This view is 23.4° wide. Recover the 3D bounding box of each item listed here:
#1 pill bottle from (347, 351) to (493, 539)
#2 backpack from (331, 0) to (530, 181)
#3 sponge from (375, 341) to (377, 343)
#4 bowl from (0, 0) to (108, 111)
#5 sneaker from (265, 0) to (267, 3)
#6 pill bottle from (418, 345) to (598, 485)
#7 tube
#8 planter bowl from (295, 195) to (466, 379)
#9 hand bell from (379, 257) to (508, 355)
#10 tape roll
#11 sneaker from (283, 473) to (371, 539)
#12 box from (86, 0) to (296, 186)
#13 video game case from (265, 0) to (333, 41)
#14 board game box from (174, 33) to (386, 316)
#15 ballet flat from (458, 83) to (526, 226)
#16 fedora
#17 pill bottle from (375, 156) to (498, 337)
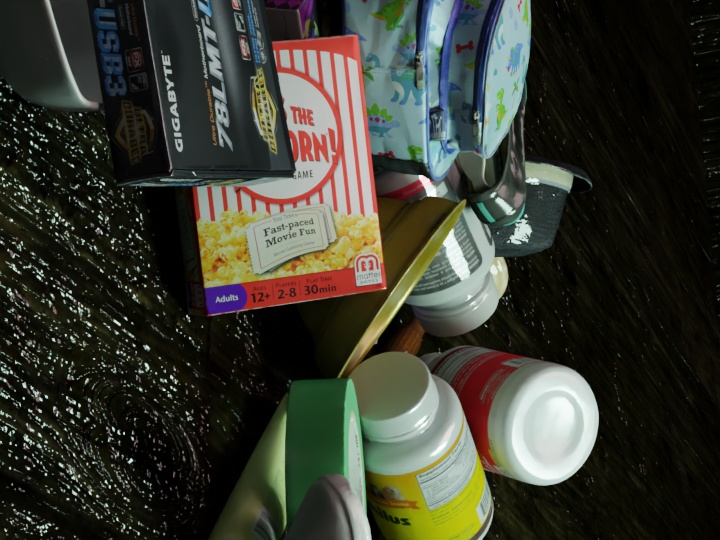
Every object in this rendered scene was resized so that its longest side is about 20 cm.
[{"bbox_3d":[0.047,0.165,1.545,0.200,0.109,0.109,69,22,-43],"label":"pill bottle"},{"bbox_3d":[0.063,-0.194,1.442,0.183,0.147,0.200,-56,147,-56],"label":"backpack"},{"bbox_3d":[0.003,-0.032,1.663,0.200,0.030,0.112,-72,146,-50],"label":"sponge"},{"bbox_3d":[-0.198,-0.204,1.165,0.200,0.075,0.200,-38,115,-66],"label":"bowl"},{"bbox_3d":[-0.095,-0.234,1.438,0.112,0.077,0.200,61,28,-43],"label":"sneaker"},{"bbox_3d":[0.123,0.132,1.649,0.112,0.200,0.112,-3,96,-31],"label":"pill bottle"},{"bbox_3d":[-0.075,0.176,1.351,0.052,0.058,0.200,35,27,-5],"label":"tube"},{"bbox_3d":[0.000,0.000,1.479,0.083,0.201,0.200,34,25,5],"label":"planter bowl"},{"bbox_3d":[0.062,0.046,1.737,0.200,0.104,0.104,-49,127,-47],"label":"hand bell"},{"bbox_3d":[-0.025,0.186,1.382,0.200,0.048,0.201,-4,90,-86],"label":"tape roll"},{"bbox_3d":[-0.054,0.240,1.241,0.088,0.075,0.200,5,108,-31],"label":"sneaker"},{"bbox_3d":[-0.118,-0.157,1.190,0.198,0.050,0.200,-5,85,-70],"label":"box"},{"bbox_3d":[-0.022,-0.196,1.477,0.200,0.036,0.182,-62,153,-46],"label":"video game case"},{"bbox_3d":[-0.067,-0.074,1.333,0.046,0.151,0.200,-179,-100,-66],"label":"board game box"},{"bbox_3d":[0.116,-0.137,1.576,0.068,0.068,0.200,29,48,-47],"label":"ballet flat"},{"bbox_3d":[0.125,-0.063,1.716,0.201,0.200,0.092,19,76,-66],"label":"fedora"},{"bbox_3d":[0.059,-0.038,1.613,0.111,0.111,0.200,-74,146,-49],"label":"pill bottle"}]
